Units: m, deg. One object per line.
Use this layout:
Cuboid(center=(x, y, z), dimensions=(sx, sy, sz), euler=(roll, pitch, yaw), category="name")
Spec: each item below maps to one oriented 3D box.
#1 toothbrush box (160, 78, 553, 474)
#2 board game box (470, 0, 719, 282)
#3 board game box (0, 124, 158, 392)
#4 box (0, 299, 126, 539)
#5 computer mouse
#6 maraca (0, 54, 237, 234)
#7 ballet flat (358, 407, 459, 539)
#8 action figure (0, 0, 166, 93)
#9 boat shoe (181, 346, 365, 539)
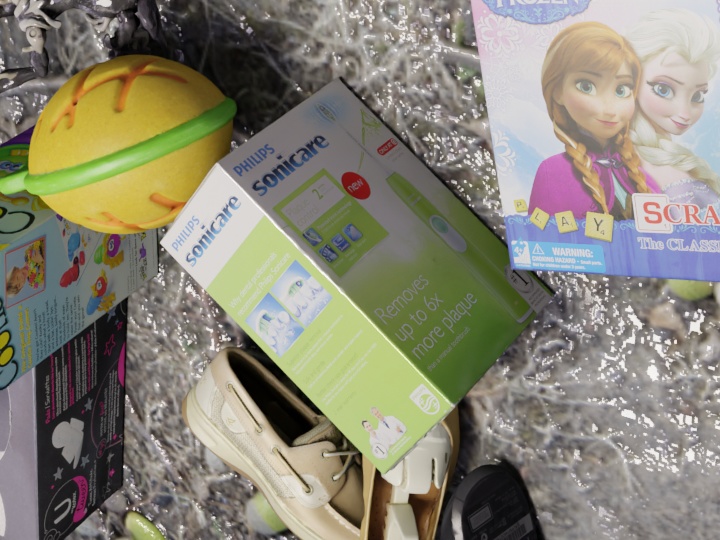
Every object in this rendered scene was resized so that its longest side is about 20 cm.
Cuboid(center=(0.000, 0.000, 1.062), dimensions=(0.200, 0.145, 0.086), euler=(45, 131, 5), category="toothbrush box")
Cuboid(center=(0.166, -0.093, 0.971), dimensions=(0.198, 0.041, 0.202), euler=(3, 116, 32), category="board game box")
Cuboid(center=(-0.238, -0.011, 1.174), dimensions=(0.102, 0.200, 0.106), euler=(16, 123, 24), category="board game box")
Cuboid(center=(-0.264, 0.094, 1.304), dimensions=(0.131, 0.115, 0.202), euler=(21, 124, 22), category="box")
Cuboid(center=(0.077, 0.241, 1.153), dimensions=(0.046, 0.140, 0.202), euler=(-5, 113, 49), category="computer mouse")
Cuboid(center=(-0.156, -0.078, 1.089), dimensions=(0.199, 0.136, 0.108), euler=(-1, 111, 57), category="maraca")
Cuboid(center=(0.034, 0.154, 1.147), dimensions=(0.068, 0.063, 0.202), euler=(3, 103, -13), category="ballet flat")
Cuboid(center=(-0.191, -0.176, 1.125), dimensions=(0.198, 0.102, 0.120), euler=(-24, 93, 13), category="action figure")
Cuboid(center=(-0.034, 0.134, 1.207), dimensions=(0.200, 0.072, 0.065), euler=(40, 121, 5), category="boat shoe")
